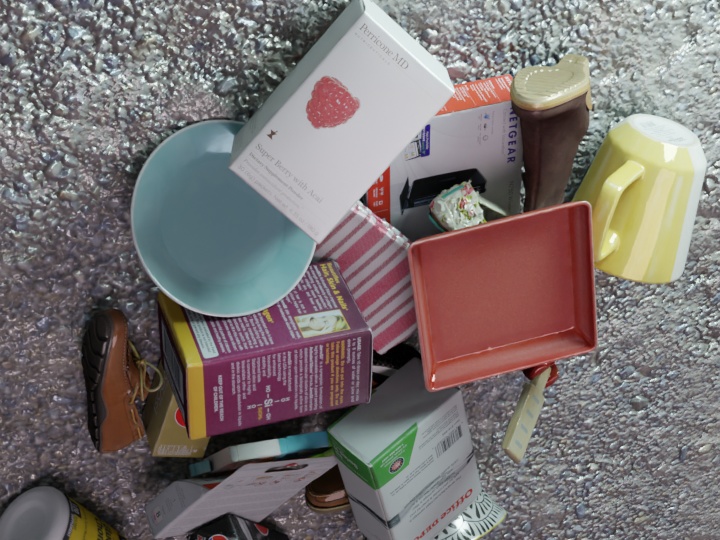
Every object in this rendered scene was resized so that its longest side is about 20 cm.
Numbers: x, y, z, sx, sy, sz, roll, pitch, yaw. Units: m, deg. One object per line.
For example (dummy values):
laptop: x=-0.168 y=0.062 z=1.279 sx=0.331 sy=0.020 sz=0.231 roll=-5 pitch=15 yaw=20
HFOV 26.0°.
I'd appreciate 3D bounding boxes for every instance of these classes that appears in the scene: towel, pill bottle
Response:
towel: x=0.000 y=0.000 z=1.697 sx=0.199 sy=0.030 sz=0.146 roll=35 pitch=127 yaw=-23
pill bottle: x=-0.334 y=0.347 z=1.851 sx=0.112 sy=0.112 sz=0.200 roll=-35 pitch=133 yaw=9

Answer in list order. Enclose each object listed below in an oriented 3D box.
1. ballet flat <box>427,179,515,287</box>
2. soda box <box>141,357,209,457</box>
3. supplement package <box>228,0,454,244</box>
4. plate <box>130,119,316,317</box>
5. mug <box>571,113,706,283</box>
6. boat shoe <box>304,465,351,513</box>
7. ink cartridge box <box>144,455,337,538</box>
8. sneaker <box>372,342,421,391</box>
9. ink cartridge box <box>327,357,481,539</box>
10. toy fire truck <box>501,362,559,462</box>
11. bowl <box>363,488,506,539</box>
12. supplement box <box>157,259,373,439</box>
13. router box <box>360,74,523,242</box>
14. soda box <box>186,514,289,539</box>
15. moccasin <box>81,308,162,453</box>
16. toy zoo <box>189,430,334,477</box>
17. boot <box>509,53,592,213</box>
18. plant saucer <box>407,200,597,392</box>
ballet flat: x=0.149 y=-0.030 z=1.694 sx=0.064 sy=0.076 sz=0.200 roll=-44 pitch=133 yaw=7
soda box: x=-0.187 y=0.115 z=1.747 sx=0.063 sy=0.068 sz=0.201 roll=5 pitch=125 yaw=-26
supplement package: x=-0.020 y=-0.151 z=1.522 sx=0.121 sy=0.120 sz=0.200 roll=39 pitch=103 yaw=-13
plate: x=-0.139 y=-0.052 z=1.589 sx=0.198 sy=0.026 sz=0.202 roll=2 pitch=86 yaw=-21
mug: x=0.313 y=-0.079 z=1.722 sx=0.148 sy=0.187 sz=0.154 roll=13 pitch=116 yaw=-7
boat shoe: x=0.017 y=0.228 z=1.928 sx=0.199 sy=0.072 sz=0.068 roll=-26 pitch=135 yaw=-16
ink cartridge box: x=-0.135 y=0.247 z=1.826 sx=0.162 sy=0.057 sz=0.200 roll=0 pitch=145 yaw=-43
sneaker: x=-0.011 y=0.123 z=1.823 sx=0.199 sy=0.070 sz=0.090 roll=16 pitch=118 yaw=-34
ink cartridge box: x=0.055 y=0.224 z=1.820 sx=0.146 sy=0.083 sz=0.201 roll=-37 pitch=139 yaw=-22
toy fire truck: x=0.153 y=0.096 z=1.779 sx=0.175 sy=0.201 sz=0.129 roll=25 pitch=116 yaw=-36
bowl: x=0.076 y=0.305 z=1.973 sx=0.199 sy=0.201 sz=0.095 roll=-25 pitch=89 yaw=-1
supplement box: x=-0.100 y=0.080 z=1.622 sx=0.198 sy=0.131 sz=0.104 roll=-10 pitch=127 yaw=-15
router box: x=0.084 y=-0.102 z=1.688 sx=0.178 sy=0.049 sz=0.201 roll=-13 pitch=132 yaw=-12
soda box: x=-0.139 y=0.355 z=1.915 sx=0.063 sy=0.071 sz=0.200 roll=-26 pitch=158 yaw=9
moccasin: x=-0.262 y=0.121 z=1.718 sx=0.077 sy=0.074 sz=0.203 roll=-14 pitch=131 yaw=-19
toy zoo: x=-0.106 y=0.218 z=1.839 sx=0.198 sy=0.021 sz=0.131 roll=-7 pitch=167 yaw=-22
boot: x=0.195 y=-0.128 z=1.619 sx=0.072 sy=0.200 sz=0.168 roll=15 pitch=111 yaw=19
plant saucer: x=0.151 y=0.022 z=1.662 sx=0.198 sy=0.037 sz=0.201 roll=-14 pitch=125 yaw=-6
